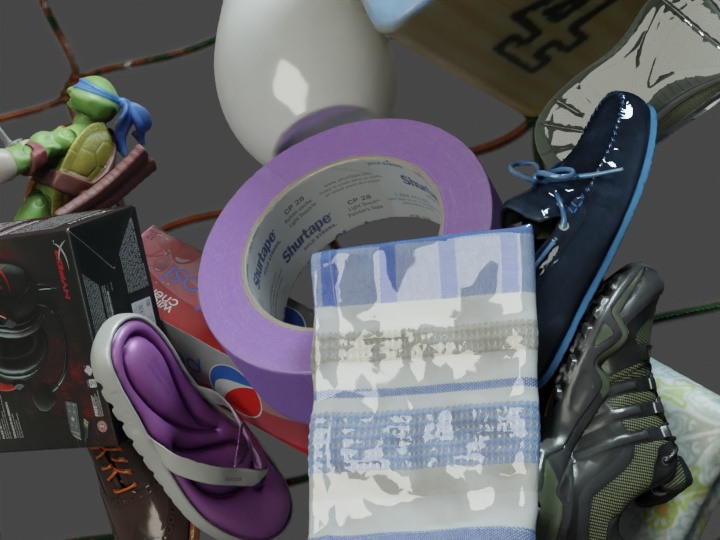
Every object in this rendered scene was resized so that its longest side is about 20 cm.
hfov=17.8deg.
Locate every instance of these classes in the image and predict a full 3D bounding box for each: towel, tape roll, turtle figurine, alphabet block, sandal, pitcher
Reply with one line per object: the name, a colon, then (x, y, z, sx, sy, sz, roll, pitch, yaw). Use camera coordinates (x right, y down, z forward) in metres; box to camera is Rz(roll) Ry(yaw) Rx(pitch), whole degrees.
towel: (0.131, 0.141, 1.430, 0.171, 0.048, 0.200, 30, 94, 31)
tape roll: (0.000, 0.000, 1.460, 0.200, 0.066, 0.200, -14, 48, 16)
turtle figurine: (-0.263, -0.058, 1.676, 0.144, 0.200, 0.194, -170, 93, -68)
towel: (0.034, 0.076, 1.333, 0.147, 0.024, 0.200, -6, 73, 24)
alphabet block: (0.101, -0.244, 1.455, 0.196, 0.200, 0.196, -33, 63, 22)
sandal: (-0.101, 0.110, 1.496, 0.050, 0.203, 0.083, -12, 41, 41)
pitcher: (-0.024, -0.169, 1.575, 0.171, 0.121, 0.200, -25, 53, 8)

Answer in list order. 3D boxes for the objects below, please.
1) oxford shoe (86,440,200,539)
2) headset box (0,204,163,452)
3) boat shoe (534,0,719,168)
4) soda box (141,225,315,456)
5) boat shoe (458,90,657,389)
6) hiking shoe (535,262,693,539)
oxford shoe: (-0.165, 0.137, 1.601, 0.071, 0.073, 0.200, -26, 65, 25)
headset box: (-0.233, 0.044, 1.550, 0.200, 0.075, 0.149, -5, 101, 34)
boat shoe: (0.200, -0.128, 1.447, 0.202, 0.065, 0.074, -42, 71, 15)
soda box: (-0.086, 0.048, 1.551, 0.200, 0.063, 0.070, 27, 53, 28)
boat shoe: (0.116, -0.025, 1.369, 0.200, 0.069, 0.084, -66, 12, -19)
hiking shoe: (0.152, 0.094, 1.368, 0.200, 0.101, 0.076, -67, 11, -20)
